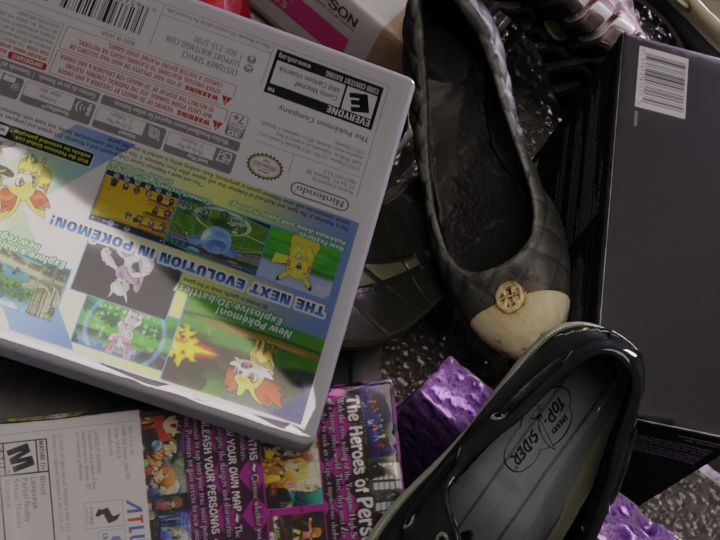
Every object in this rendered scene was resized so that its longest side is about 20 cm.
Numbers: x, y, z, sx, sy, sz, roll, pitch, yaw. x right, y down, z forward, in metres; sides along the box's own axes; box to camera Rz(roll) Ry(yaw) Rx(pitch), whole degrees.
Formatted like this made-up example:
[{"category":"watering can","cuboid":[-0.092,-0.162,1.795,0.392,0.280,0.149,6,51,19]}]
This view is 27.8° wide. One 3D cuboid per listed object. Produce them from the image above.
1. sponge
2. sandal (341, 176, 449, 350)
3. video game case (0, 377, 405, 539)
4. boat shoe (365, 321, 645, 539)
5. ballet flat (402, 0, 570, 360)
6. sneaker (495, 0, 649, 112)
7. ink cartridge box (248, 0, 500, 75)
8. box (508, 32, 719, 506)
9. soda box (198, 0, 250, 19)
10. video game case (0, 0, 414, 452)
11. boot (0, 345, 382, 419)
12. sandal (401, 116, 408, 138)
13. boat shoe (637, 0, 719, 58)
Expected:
[{"category":"sponge","cuboid":[0.096,0.126,0.693,0.200,0.112,0.030,39,65,4]},{"category":"sandal","cuboid":[0.001,0.001,0.722,0.201,0.057,0.080,-13,76,-59]},{"category":"video game case","cuboid":[-0.064,0.155,0.630,0.181,0.036,0.200,-7,85,-1]},{"category":"boat shoe","cuboid":[0.055,0.108,0.588,0.074,0.066,0.199,39,84,-3]},{"category":"ballet flat","cuboid":[0.053,-0.051,0.708,0.066,0.057,0.200,-20,71,15]},{"category":"sneaker","cuboid":[0.142,-0.157,0.802,0.200,0.076,0.116,48,62,-33]},{"category":"ink cartridge box","cuboid":[-0.002,-0.211,0.832,0.200,0.075,0.165,41,63,4]},{"category":"box","cuboid":[0.133,0.006,0.737,0.079,0.141,0.200,14,65,-10]},{"category":"soda box","cuboid":[-0.157,-0.130,0.716,0.200,0.063,0.070,-4,108,7]},{"category":"video game case","cuboid":[-0.092,-0.037,0.627,0.200,0.022,0.182,19,66,-7]},{"category":"boot","cuboid":[-0.094,0.092,0.685,0.200,0.066,0.165,9,58,-13]},{"category":"sandal","cuboid":[-0.073,-0.084,0.766,0.200,0.075,0.045,-3,64,-23]},{"category":"boat shoe","cuboid":[0.201,-0.178,0.876,0.071,0.063,0.200,-23,73,-19]}]
